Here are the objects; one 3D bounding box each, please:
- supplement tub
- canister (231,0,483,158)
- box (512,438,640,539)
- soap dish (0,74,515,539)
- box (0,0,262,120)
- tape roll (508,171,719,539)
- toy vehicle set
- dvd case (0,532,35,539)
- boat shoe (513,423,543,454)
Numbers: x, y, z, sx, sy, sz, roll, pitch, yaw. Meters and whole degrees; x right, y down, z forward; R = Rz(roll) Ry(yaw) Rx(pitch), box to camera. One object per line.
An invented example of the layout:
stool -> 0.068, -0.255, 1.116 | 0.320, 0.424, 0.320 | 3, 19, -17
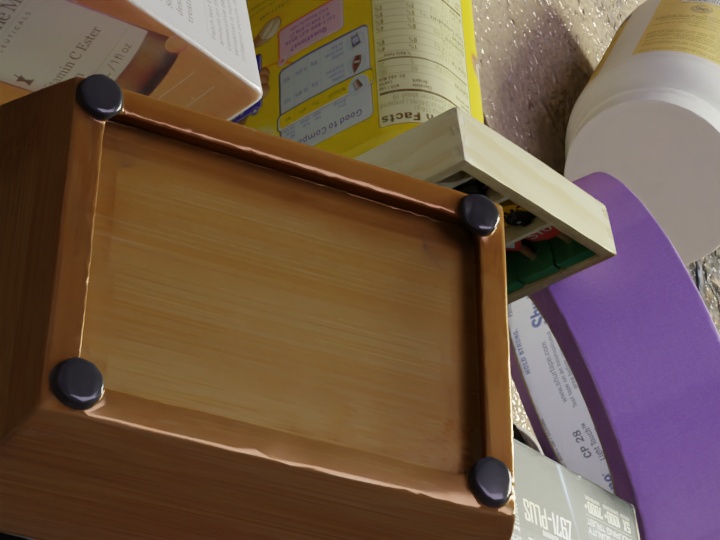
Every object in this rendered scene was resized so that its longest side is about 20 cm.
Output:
supplement tub -> 0.225, -0.102, 1.350 | 0.146, 0.145, 0.200 | 57, 31, -15
canister -> -0.005, -0.087, 0.970 | 0.086, 0.148, 0.201 | 35, 41, -41
box -> 0.007, 0.135, 0.819 | 0.200, 0.163, 0.087 | 32, 44, -46
soap dish -> -0.037, 0.026, 0.657 | 0.198, 0.081, 0.159 | 15, 54, -20
box -> -0.160, -0.110, 0.720 | 0.199, 0.152, 0.107 | 31, 36, -44
tape roll -> 0.127, 0.055, 0.958 | 0.200, 0.065, 0.202 | 157, -90, -84
toy vehicle set -> 0.000, 0.000, 0.865 | 0.124, 0.199, 0.027 | 26, 47, -47
dvd case -> -0.107, 0.113, 0.621 | 0.200, 0.022, 0.146 | 42, 29, 2
boat shoe -> 0.077, 0.163, 1.003 | 0.060, 0.074, 0.202 | 28, 45, -47
